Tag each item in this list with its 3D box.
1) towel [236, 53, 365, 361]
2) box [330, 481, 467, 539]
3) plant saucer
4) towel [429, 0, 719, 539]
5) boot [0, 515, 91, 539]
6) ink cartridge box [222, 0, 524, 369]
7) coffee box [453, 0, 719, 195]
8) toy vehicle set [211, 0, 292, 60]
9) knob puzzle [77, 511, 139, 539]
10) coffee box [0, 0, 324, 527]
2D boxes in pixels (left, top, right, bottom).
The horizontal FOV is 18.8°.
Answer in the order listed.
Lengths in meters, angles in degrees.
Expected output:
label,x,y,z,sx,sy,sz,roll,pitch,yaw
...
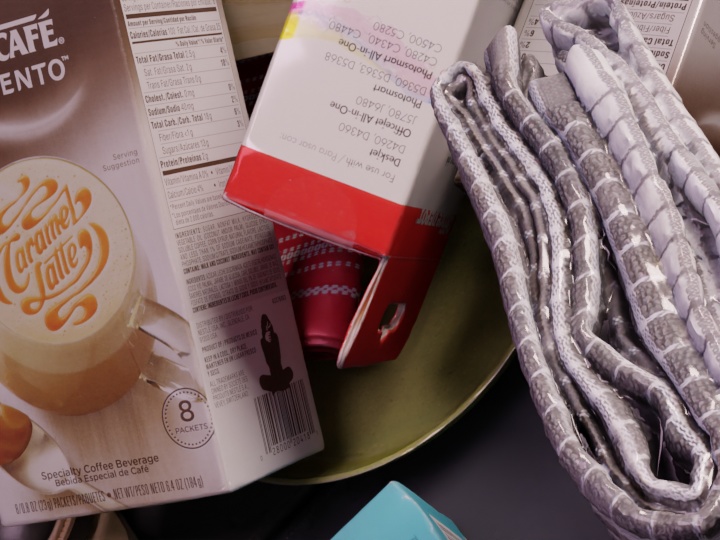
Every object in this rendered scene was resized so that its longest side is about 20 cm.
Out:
label,x,y,z,sx,sy,sz,roll,pitch,yaw
towel,-0.056,-0.044,0.936,0.144,0.022,0.201,-10,60,29
box,-0.028,0.179,0.811,0.200,0.049,0.082,-45,49,4
plant saucer,0.000,0.000,0.907,0.200,0.031,0.200,-16,57,27
towel,0.094,0.034,0.644,0.085,0.166,0.200,-29,46,6
boot,-0.191,0.039,0.926,0.077,0.138,0.200,-38,41,8
ink cartridge box,0.011,-0.069,0.805,0.067,0.116,0.200,21,94,11
coffee box,0.124,-0.091,0.821,0.080,0.113,0.200,9,70,37
toy vehicle set,-0.031,-0.142,0.943,0.124,0.027,0.200,-9,26,29
knob puzzle,-0.153,0.172,0.897,0.219,0.030,0.220,-32,31,21
coffee box,-0.099,-0.011,0.845,0.114,0.080,0.201,-12,93,29
